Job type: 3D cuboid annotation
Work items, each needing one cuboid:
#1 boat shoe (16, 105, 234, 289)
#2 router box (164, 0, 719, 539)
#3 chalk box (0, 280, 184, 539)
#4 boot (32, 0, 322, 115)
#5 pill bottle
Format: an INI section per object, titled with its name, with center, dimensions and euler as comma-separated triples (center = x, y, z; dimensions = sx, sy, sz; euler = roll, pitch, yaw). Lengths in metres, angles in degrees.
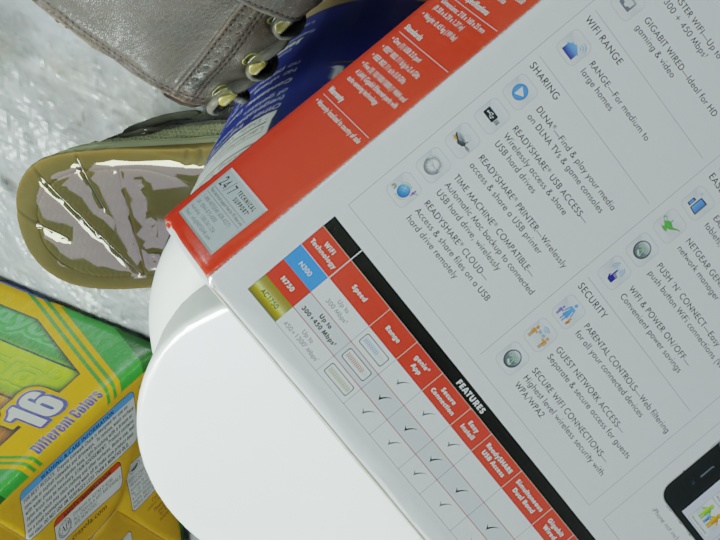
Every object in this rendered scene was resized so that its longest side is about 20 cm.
[boat shoe]
center = -0.023, -0.031, 1.029
dimensions = 0.200, 0.066, 0.072
euler = -1, 118, 18
[router box]
center = 0.079, 0.008, 0.761
dimensions = 0.200, 0.179, 0.049
euler = 52, 179, -25
[chalk box]
center = -0.192, 0.077, 1.222
dimensions = 0.200, 0.124, 0.124
euler = 20, 134, 26
[boot]
center = 0.000, -0.105, 0.826
dimensions = 0.200, 0.069, 0.174
euler = 30, 129, -16
[pill bottle]
center = 0.000, 0.000, 0.881
dimensions = 0.115, 0.200, 0.116
euler = 5, 121, 9
